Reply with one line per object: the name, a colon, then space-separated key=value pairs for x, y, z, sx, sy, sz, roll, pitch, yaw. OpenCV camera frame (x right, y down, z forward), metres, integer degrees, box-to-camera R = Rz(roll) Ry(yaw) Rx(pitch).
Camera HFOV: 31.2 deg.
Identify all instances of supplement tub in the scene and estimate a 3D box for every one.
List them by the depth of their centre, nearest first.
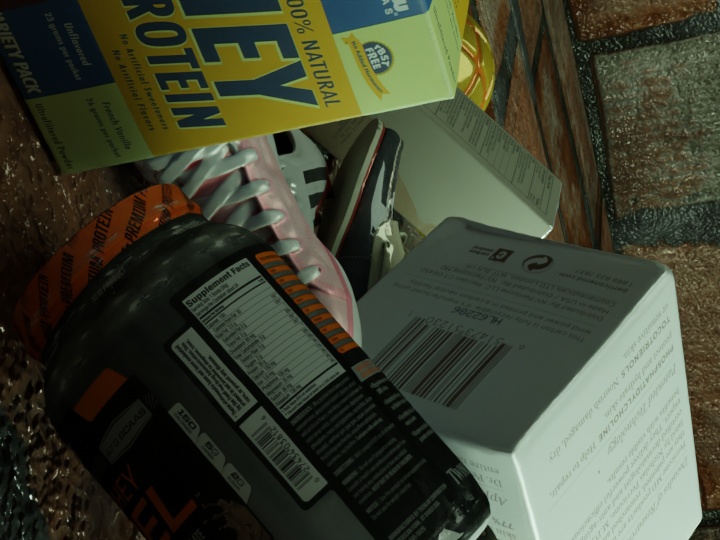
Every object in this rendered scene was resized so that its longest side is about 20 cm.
supplement tub: x=-0.049 y=0.068 z=0.550 sx=0.200 sy=0.123 sz=0.122 roll=47 pitch=15 yaw=9

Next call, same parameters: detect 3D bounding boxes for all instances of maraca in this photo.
maraca: x=0.076 y=-0.190 z=1.222 sx=0.200 sy=0.105 sz=0.139 roll=-48 pitch=132 yaw=-75

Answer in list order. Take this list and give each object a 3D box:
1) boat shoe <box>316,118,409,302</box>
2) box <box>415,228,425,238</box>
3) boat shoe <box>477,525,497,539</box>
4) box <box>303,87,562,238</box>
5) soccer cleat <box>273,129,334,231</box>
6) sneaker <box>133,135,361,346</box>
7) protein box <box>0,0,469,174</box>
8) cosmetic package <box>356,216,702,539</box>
boat shoe: x=0.000 y=0.000 z=0.859 sx=0.071 sy=0.062 sz=0.203 roll=152 pitch=-46 yaw=-72
box: x=0.090 y=-0.035 z=1.105 sx=0.201 sy=0.064 sz=0.070 roll=53 pitch=8 yaw=18
boat shoe: x=-0.009 y=0.199 z=0.651 sx=0.076 sy=0.198 sz=0.074 roll=46 pitch=-24 yaw=40
box: x=0.056 y=-0.090 z=0.989 sx=0.200 sy=0.078 sz=0.095 roll=42 pitch=28 yaw=-7
soccer cleat: x=-0.058 y=-0.026 z=0.791 sx=0.086 sy=0.068 sz=0.201 roll=58 pitch=24 yaw=-34
sneaker: x=-0.069 y=-0.029 z=0.681 sx=0.105 sy=0.075 sz=0.202 roll=45 pitch=19 yaw=-59
protein box: x=-0.056 y=-0.172 z=0.624 sx=0.200 sy=0.197 sz=0.136 roll=-78 pitch=153 yaw=-49
cosmetic package: x=0.088 y=0.106 z=0.774 sx=0.166 sy=0.166 sz=0.202 roll=-42 pitch=131 yaw=-34
